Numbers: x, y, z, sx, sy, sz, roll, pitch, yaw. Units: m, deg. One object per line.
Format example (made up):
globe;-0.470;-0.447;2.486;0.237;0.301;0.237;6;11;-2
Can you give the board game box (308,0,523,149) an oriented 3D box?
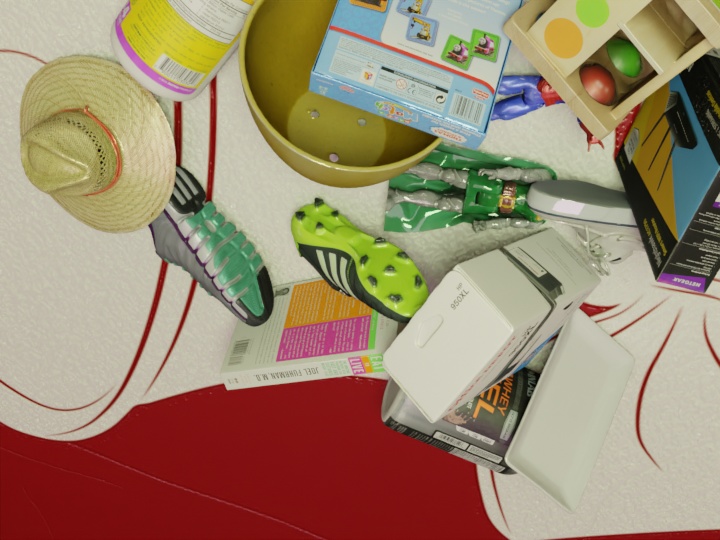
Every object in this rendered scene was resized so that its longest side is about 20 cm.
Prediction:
board game box;0.057;-0.219;0.757;0.149;0.203;0.037;19;163;-3

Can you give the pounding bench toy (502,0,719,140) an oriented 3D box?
pounding bench toy;0.237;-0.228;0.740;0.124;0.200;0.156;48;143;-1

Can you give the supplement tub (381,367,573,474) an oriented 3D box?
supplement tub;0.132;0.154;1.026;0.198;0.123;0.123;22;125;-5

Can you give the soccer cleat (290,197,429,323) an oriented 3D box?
soccer cleat;0.000;0.000;0.941;0.199;0.067;0.082;39;149;34

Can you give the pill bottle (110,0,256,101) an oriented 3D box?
pill bottle;-0.135;-0.255;0.814;0.104;0.105;0.200;39;121;-16

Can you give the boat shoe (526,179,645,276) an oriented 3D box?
boat shoe;0.246;-0.033;0.884;0.199;0.075;0.087;6;113;-21

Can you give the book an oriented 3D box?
book;-0.046;0.064;0.992;0.197;0.134;0.049;-8;127;16

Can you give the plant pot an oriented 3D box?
plant pot;-0.014;-0.156;0.822;0.197;0.203;0.142;20;161;-3

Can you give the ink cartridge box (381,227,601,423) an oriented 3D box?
ink cartridge box;0.134;0.051;0.904;0.084;0.199;0.145;47;126;19

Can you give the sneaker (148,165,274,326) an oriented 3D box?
sneaker;-0.177;-0.017;1.003;0.087;0.074;0.201;-29;98;38

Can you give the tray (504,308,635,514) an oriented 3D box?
tray;0.226;0.149;0.980;0.107;0.201;0.022;39;154;-17

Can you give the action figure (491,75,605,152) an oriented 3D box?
action figure;0.155;-0.153;0.836;0.197;0.100;0.066;-9;123;13

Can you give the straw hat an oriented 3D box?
straw hat;-0.294;-0.116;0.915;0.198;0.085;0.204;8;112;20

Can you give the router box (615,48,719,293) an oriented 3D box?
router box;0.287;-0.101;0.777;0.050;0.201;0.151;13;126;-5

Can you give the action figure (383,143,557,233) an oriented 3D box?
action figure;0.126;-0.079;0.917;0.197;0.055;0.120;6;122;2
